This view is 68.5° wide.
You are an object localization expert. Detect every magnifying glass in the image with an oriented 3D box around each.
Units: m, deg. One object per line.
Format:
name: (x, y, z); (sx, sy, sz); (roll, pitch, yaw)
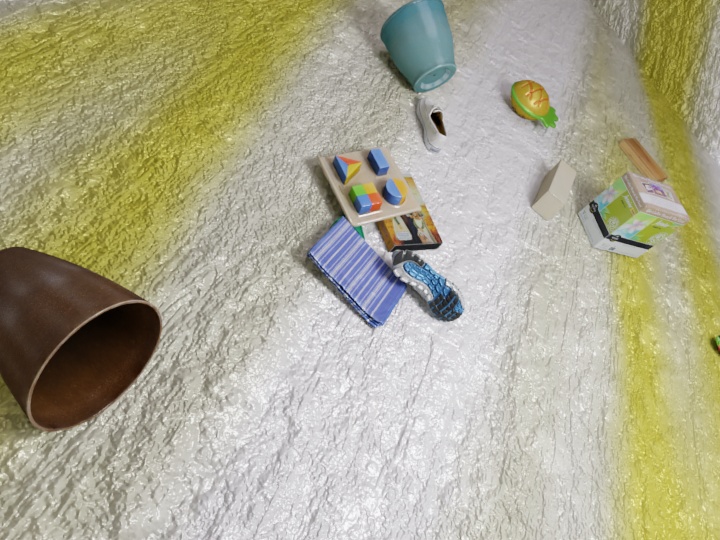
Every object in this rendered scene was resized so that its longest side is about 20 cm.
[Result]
magnifying glass: (-0.019, -0.110, 1.125); (0.078, 0.022, 0.203); (25, 50, -14)

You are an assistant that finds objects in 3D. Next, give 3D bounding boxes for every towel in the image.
towel: (0.000, 0.000, 1.034); (0.200, 0.024, 0.145); (47, 45, -5)

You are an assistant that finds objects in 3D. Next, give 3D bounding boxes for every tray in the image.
tray: (1.081, -0.420, 2.022); (0.097, 0.037, 0.202); (-14, 65, -38)

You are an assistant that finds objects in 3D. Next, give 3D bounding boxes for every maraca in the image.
maraca: (0.581, -0.553, 1.761); (0.199, 0.107, 0.138); (38, 56, -6)

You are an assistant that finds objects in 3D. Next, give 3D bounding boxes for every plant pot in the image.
plant pot: (0.180, -0.629, 1.513); (0.197, 0.199, 0.192); (-16, 82, -38)
plant pot: (-0.394, 0.064, 0.674); (0.198, 0.189, 0.187); (33, 44, 15)

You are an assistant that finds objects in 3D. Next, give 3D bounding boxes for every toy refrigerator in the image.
toy refrigerator: (0.568, -0.234, 1.540); (0.070, 0.076, 0.201); (38, 46, -1)

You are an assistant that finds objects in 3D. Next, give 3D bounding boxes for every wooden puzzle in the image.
wooden puzzle: (0.025, -0.197, 1.157); (0.197, 0.046, 0.188); (-14, 65, -30)

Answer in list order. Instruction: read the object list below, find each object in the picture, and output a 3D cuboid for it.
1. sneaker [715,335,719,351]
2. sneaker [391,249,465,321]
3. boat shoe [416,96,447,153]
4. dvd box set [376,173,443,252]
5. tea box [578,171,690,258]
sneaker: (1.108, 0.228, 1.527); (0.197, 0.084, 0.078); (21, 48, -17)
sneaker: (0.138, 0.022, 1.093); (0.200, 0.075, 0.087); (44, 4, -16)
boat shoe: (0.203, -0.418, 1.452); (0.070, 0.070, 0.203); (14, 52, -22)
dvd box set: (0.092, -0.136, 1.203); (0.144, 0.029, 0.203); (-3, 60, -33)
tea box: (0.789, -0.157, 1.536); (0.196, 0.197, 0.136); (8, 53, -25)
